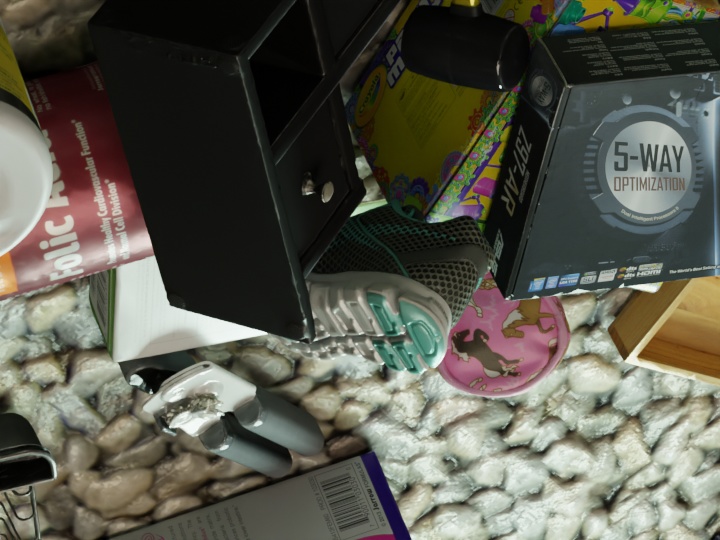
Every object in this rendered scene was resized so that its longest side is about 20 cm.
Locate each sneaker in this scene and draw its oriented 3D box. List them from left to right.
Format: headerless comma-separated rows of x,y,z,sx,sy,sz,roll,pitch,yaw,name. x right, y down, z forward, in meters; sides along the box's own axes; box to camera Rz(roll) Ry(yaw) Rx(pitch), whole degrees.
0.000,0.000,1.584,0.091,0.200,0.078,-48,126,-24,sneaker

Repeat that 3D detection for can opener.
-0.082,0.083,1.781,0.053,0.067,0.200,-32,153,11,can opener

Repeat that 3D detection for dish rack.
-0.266,0.177,1.802,0.153,0.055,0.201,-13,137,-12,dish rack

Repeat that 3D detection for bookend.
-0.036,-0.106,1.503,0.199,0.092,0.201,-54,146,-37,bookend

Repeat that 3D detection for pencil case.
0.080,0.035,1.723,0.086,0.083,0.200,-38,180,0,pencil case

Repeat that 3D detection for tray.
0.273,0.035,1.926,0.199,0.037,0.099,14,125,-36,tray

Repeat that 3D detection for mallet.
0.047,-0.192,1.504,0.041,0.066,0.201,-37,126,-51,mallet

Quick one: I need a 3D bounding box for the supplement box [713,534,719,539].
0.290,0.308,2.153,0.108,0.110,0.200,5,131,-29,supplement box

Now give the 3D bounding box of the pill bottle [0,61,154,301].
-0.191,-0.044,1.568,0.199,0.114,0.114,-17,137,-10,pill bottle

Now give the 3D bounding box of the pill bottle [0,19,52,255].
-0.232,-0.101,1.429,0.114,0.200,0.115,-14,137,-13,pill bottle

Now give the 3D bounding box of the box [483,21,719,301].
0.178,-0.065,1.594,0.199,0.044,0.161,-6,135,-21,box

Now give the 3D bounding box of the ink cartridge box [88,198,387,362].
-0.060,-0.016,1.699,0.199,0.059,0.104,-10,136,-16,ink cartridge box

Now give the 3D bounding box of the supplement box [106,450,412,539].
-0.065,0.216,1.900,0.199,0.101,0.104,-17,138,-8,supplement box

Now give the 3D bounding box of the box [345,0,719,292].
0.131,-0.111,1.647,0.192,0.122,0.200,12,126,-34,box
